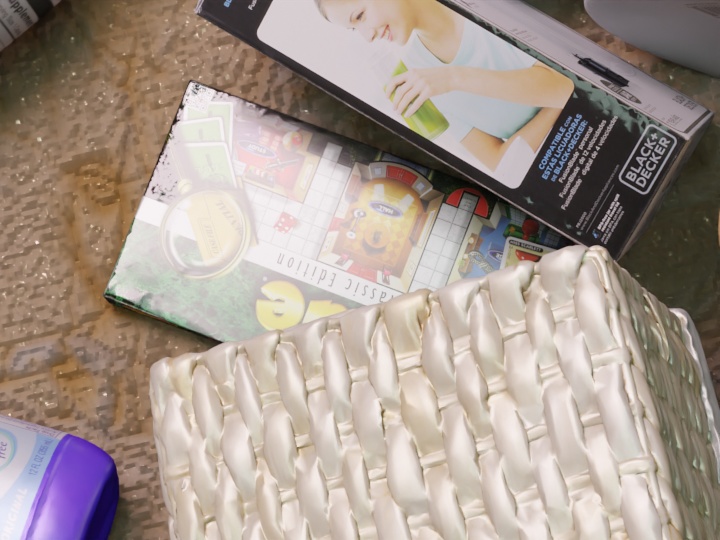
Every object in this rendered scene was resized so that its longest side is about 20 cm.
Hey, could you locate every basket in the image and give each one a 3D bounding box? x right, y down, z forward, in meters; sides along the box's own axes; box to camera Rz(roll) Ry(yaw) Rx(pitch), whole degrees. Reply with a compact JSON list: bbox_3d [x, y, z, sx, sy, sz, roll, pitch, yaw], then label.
[{"bbox_3d":[0.041,0.117,0.897,0.198,0.161,0.201,-15,73,14],"label":"basket"}]

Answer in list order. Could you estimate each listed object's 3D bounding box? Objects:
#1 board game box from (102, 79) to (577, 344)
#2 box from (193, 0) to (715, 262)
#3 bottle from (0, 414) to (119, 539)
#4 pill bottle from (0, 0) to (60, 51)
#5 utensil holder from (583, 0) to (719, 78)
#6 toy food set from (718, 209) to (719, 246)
[{"bbox_3d":[0.000,0.000,1.025,0.199,0.023,0.105,20,85,6],"label":"board game box"},{"bbox_3d":[0.042,-0.085,0.985,0.200,0.117,0.060,31,105,6],"label":"box"},{"bbox_3d":[-0.205,0.089,0.997,0.199,0.065,0.084,16,65,6],"label":"bottle"},{"bbox_3d":[-0.195,-0.132,1.011,0.200,0.114,0.114,-41,81,-4],"label":"pill bottle"},{"bbox_3d":[0.191,-0.185,0.973,0.169,0.170,0.201,13,84,5],"label":"utensil holder"},{"bbox_3d":[0.246,0.015,0.918,0.197,0.049,0.201,-14,93,4],"label":"toy food set"}]
